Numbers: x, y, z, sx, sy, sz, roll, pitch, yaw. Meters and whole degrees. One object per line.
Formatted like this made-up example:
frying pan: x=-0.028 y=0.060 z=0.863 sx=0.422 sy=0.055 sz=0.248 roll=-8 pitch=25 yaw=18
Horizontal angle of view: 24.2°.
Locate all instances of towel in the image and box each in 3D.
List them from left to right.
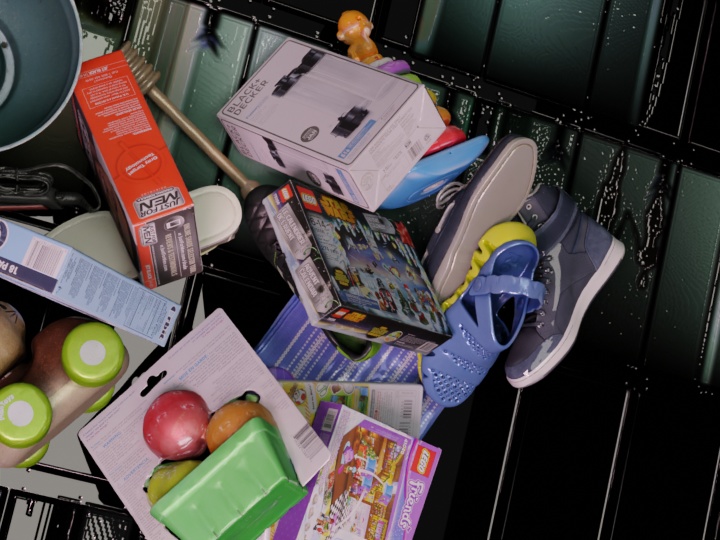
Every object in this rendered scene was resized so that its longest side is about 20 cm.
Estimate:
towel: x=0.003 y=0.091 z=1.686 sx=0.200 sy=0.024 sz=0.145 roll=41 pitch=75 yaw=-13

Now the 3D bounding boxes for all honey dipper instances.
honey dipper: x=-0.170 y=-0.139 z=1.638 sx=0.200 sy=0.038 sz=0.038 roll=47 pitch=73 yaw=-14

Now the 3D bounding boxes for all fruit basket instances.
fruit basket: x=-0.144 y=0.163 z=1.548 sx=0.185 sy=0.200 sz=0.094 roll=-42 pitch=144 yaw=1

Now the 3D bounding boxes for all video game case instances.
video game case: x=-0.021 y=0.208 z=1.629 sx=0.181 sy=0.023 sz=0.201 roll=4 pitch=91 yaw=-38

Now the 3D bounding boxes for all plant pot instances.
plant pot: x=-0.360 y=-0.196 z=1.519 sx=0.199 sy=0.134 sz=0.202 roll=2 pitch=85 yaw=-19

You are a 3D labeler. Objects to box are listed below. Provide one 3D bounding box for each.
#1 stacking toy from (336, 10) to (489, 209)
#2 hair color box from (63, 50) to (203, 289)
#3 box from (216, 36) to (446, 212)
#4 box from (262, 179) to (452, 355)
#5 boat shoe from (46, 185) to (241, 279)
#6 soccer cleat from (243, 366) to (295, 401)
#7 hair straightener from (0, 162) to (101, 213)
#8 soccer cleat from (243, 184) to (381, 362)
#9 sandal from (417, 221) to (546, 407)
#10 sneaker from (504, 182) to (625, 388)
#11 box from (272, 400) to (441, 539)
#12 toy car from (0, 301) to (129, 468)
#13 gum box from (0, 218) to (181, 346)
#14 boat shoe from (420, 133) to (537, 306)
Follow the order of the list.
stacking toy: x=0.028 y=-0.171 z=1.684 sx=0.116 sy=0.110 sz=0.201 roll=-24 pitch=83 yaw=-29
hair color box: x=-0.208 y=-0.093 z=1.531 sx=0.061 sy=0.102 sz=0.201 roll=-20 pitch=56 yaw=-14
box: x=-0.030 y=-0.142 z=1.600 sx=0.117 sy=0.200 sz=0.060 roll=-48 pitch=135 yaw=-16
box: x=0.000 y=0.000 z=1.588 sx=0.200 sy=0.040 sz=0.137 roll=17 pitch=44 yaw=-55
boat shoe: x=-0.211 y=-0.027 z=1.594 sx=0.201 sy=0.060 sz=0.073 roll=-17 pitch=83 yaw=-10
soccer cleat: x=-0.109 y=0.186 z=1.603 sx=0.066 sy=0.076 sz=0.201 roll=15 pitch=82 yaw=26
hair straightener: x=-0.337 y=-0.072 z=1.535 sx=0.199 sy=0.077 sz=0.041 roll=4 pitch=64 yaw=-11
soccer cleat: x=-0.043 y=0.001 z=1.618 sx=0.067 sy=0.081 sz=0.200 roll=-36 pitch=94 yaw=6
sandal: x=0.121 y=0.053 z=1.648 sx=0.079 sy=0.087 sz=0.201 roll=13 pitch=115 yaw=-27
sneaker: x=0.170 y=0.005 z=1.717 sx=0.146 sy=0.077 sz=0.203 roll=43 pitch=64 yaw=-23
box: x=-0.011 y=0.241 z=1.600 sx=0.136 sy=0.039 sz=0.201 roll=28 pitch=77 yaw=-36
toy car: x=-0.322 y=0.060 z=1.510 sx=0.158 sy=0.164 sz=0.200 roll=-41 pitch=87 yaw=-18
gum box: x=-0.270 y=-0.002 z=1.433 sx=0.169 sy=0.200 sz=0.045 roll=20 pitch=83 yaw=24
boat shoe: x=0.112 y=-0.054 z=1.671 sx=0.075 sy=0.062 sz=0.201 roll=1 pitch=123 yaw=-36
